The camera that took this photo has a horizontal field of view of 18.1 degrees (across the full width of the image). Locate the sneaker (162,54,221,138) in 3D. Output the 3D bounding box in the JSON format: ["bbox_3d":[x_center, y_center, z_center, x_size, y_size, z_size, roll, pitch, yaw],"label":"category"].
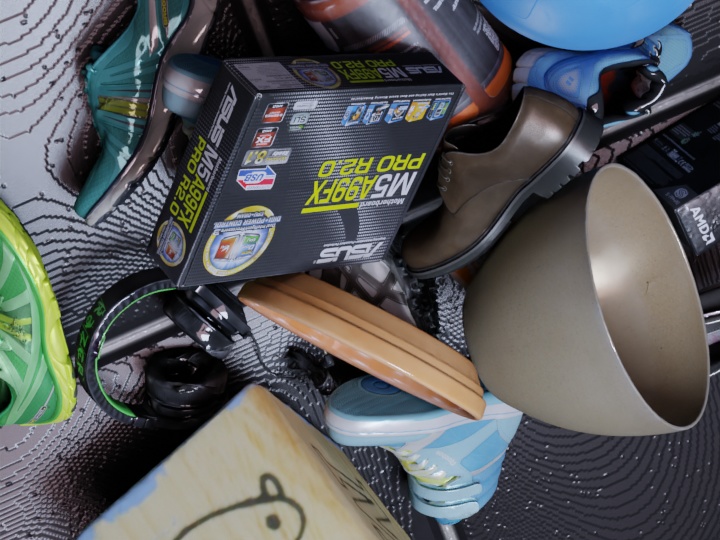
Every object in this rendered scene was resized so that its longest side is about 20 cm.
[{"bbox_3d":[-0.096,-0.078,1.606,0.200,0.079,0.131,9,106,-65],"label":"sneaker"}]

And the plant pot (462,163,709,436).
[{"bbox_3d":[0.154,0.035,1.663,0.134,0.200,0.200,-17,120,28],"label":"plant pot"}]

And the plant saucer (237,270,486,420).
[{"bbox_3d":[0.006,0.050,1.645,0.200,0.200,0.038,29,84,-24],"label":"plant saucer"}]

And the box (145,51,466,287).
[{"bbox_3d":[-0.036,-0.072,1.562,0.200,0.044,0.160,-6,131,-44],"label":"box"}]

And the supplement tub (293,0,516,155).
[{"bbox_3d":[0.045,-0.160,1.661,0.107,0.107,0.200,-38,118,1],"label":"supplement tub"}]

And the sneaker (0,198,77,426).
[{"bbox_3d":[-0.266,0.033,1.668,0.083,0.074,0.200,-18,115,-13],"label":"sneaker"}]

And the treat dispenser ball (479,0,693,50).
[{"bbox_3d":[0.162,-0.257,1.605,0.200,0.201,0.201,-6,113,-14],"label":"treat dispenser ball"}]

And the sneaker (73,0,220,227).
[{"bbox_3d":[-0.168,-0.129,1.645,0.080,0.078,0.200,22,99,-3],"label":"sneaker"}]

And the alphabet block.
[{"bbox_3d":[-0.062,0.240,1.703,0.195,0.200,0.196,-42,151,4],"label":"alphabet block"}]

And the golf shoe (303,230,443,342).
[{"bbox_3d":[0.000,0.000,1.744,0.094,0.078,0.200,-19,117,15],"label":"golf shoe"}]

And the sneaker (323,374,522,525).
[{"bbox_3d":[0.047,0.148,1.778,0.200,0.080,0.131,-4,117,-38],"label":"sneaker"}]

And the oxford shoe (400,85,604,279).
[{"bbox_3d":[0.083,-0.069,1.641,0.084,0.073,0.200,32,127,-16],"label":"oxford shoe"}]

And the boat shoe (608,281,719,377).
[{"bbox_3d":[0.229,0.067,1.754,0.200,0.057,0.067,-25,118,-7],"label":"boat shoe"}]

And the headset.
[{"bbox_3d":[-0.117,0.067,1.714,0.200,0.094,0.124,6,110,-36],"label":"headset"}]

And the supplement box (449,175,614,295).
[{"bbox_3d":[0.164,0.008,1.783,0.126,0.074,0.200,-45,116,4],"label":"supplement box"}]

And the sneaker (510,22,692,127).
[{"bbox_3d":[0.198,-0.139,1.693,0.200,0.090,0.079,-29,124,-46],"label":"sneaker"}]

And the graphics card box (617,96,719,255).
[{"bbox_3d":[0.313,-0.100,1.755,0.200,0.125,0.051,-30,118,-4],"label":"graphics card box"}]
